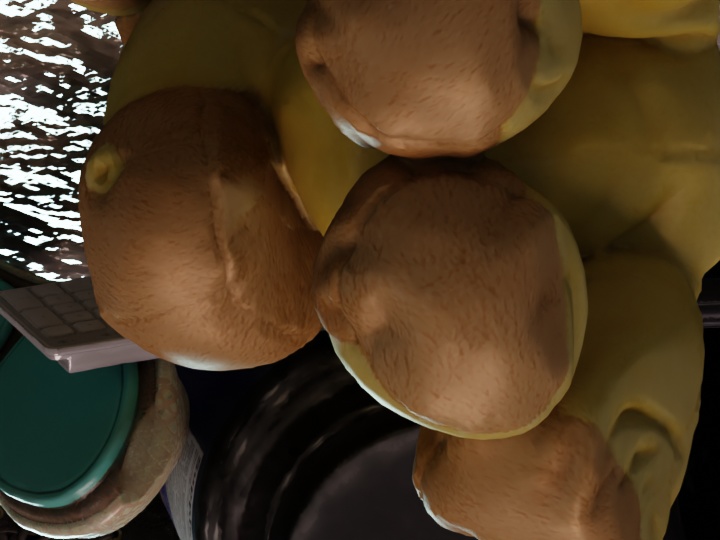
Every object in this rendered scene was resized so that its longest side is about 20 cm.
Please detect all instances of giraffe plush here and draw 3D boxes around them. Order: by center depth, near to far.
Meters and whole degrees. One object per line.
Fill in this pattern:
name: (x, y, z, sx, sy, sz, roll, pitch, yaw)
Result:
giraffe plush: (0.002, -0.031, 0.616, 0.162, 0.173, 0.200, 1, -163, 29)

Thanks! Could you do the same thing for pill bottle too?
pill bottle: (0.003, 0.063, 0.757, 0.111, 0.112, 0.200, 5, -172, -12)

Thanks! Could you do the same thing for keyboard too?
keyboard: (0.000, 0.000, 0.735, 0.199, 0.011, 0.056, -9, -156, -23)

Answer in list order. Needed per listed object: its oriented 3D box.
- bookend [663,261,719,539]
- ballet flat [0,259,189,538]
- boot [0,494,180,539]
bookend: (0.181, 0.089, 0.748, 0.198, 0.201, 0.092, -2, -172, 36)
ballet flat: (-0.084, 0.037, 0.769, 0.062, 0.068, 0.200, 39, 177, -30)
boot: (-0.113, 0.090, 0.850, 0.174, 0.200, 0.069, 12, 117, -51)
